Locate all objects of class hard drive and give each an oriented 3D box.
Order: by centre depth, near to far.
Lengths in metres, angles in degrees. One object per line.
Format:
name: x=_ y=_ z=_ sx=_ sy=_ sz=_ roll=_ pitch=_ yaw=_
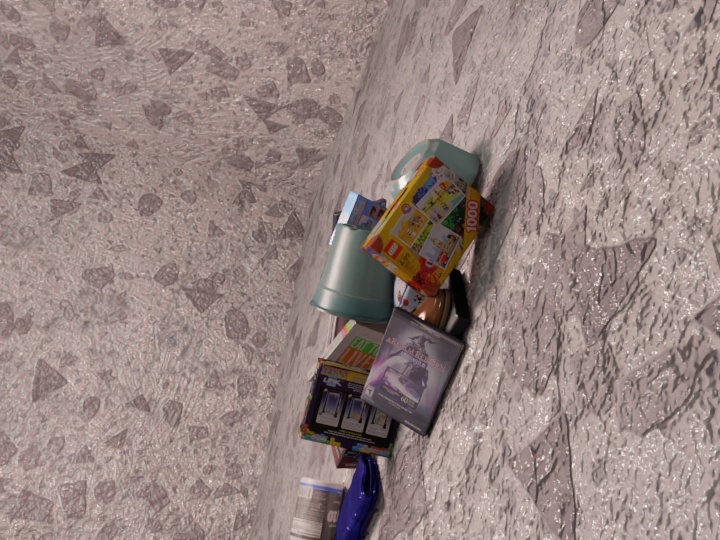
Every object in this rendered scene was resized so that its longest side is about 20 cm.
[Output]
hard drive: x=0.148 y=0.113 z=1.225 sx=0.140 sy=0.033 sz=0.201 roll=-90 pitch=19 yaw=-51

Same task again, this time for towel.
towel: x=-0.006 y=0.525 z=1.416 sx=0.148 sy=0.049 sz=0.201 roll=-87 pitch=15 yaw=-69
towel: x=-0.024 y=0.135 z=1.680 sx=0.200 sy=0.024 sz=0.148 roll=-7 pitch=-71 yaw=-59

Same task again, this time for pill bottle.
pill bottle: x=-0.113 y=0.628 z=1.605 sx=0.114 sy=0.113 sz=0.202 roll=137 pitch=146 yaw=-68

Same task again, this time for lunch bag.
lunch bag: x=0.133 y=-0.016 z=1.357 sx=0.161 sy=0.075 sz=0.201 roll=-82 pitch=14 yaw=-49

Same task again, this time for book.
book: x=-0.018 y=0.200 z=1.516 sx=0.200 sy=0.133 sz=0.048 roll=-53 pitch=34 yaw=24

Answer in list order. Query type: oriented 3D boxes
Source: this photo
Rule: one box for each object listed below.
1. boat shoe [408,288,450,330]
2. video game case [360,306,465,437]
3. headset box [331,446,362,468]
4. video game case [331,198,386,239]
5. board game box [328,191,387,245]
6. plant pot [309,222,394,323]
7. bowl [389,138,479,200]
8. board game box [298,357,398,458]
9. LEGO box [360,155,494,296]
boat shoe: x=0.102 y=0.111 z=1.194 sx=0.072 sy=0.067 sz=0.201 roll=-91 pitch=20 yaw=-56
video game case: x=0.092 y=0.185 z=1.173 sx=0.019 sy=0.142 sz=0.201 roll=-23 pitch=-44 yaw=-60
headset box: x=-0.016 y=0.359 z=1.516 sx=0.149 sy=0.074 sz=0.201 roll=-109 pitch=33 yaw=-45
video game case: x=-0.004 y=-0.113 z=1.798 sx=0.019 sy=0.199 sz=0.144 roll=27 pitch=123 yaw=37
board game box: x=0.012 y=-0.116 z=1.757 sx=0.036 sy=0.199 sz=0.152 roll=26 pitch=95 yaw=37
plant pot: x=0.000 y=0.000 z=1.478 sx=0.200 sy=0.199 sz=0.198 roll=-140 pitch=62 yaw=-77
bowl: x=0.135 y=-0.190 z=1.310 sx=0.201 sy=0.105 sz=0.201 roll=-43 pitch=18 yaw=18
board game box: x=-0.015 y=0.290 z=1.360 sx=0.057 sy=0.198 sz=0.167 roll=-164 pitch=90 yaw=-79
LEGO box: x=0.120 y=-0.077 z=1.155 sx=0.201 sy=0.149 sz=0.077 roll=-54 pitch=10 yaw=-10
